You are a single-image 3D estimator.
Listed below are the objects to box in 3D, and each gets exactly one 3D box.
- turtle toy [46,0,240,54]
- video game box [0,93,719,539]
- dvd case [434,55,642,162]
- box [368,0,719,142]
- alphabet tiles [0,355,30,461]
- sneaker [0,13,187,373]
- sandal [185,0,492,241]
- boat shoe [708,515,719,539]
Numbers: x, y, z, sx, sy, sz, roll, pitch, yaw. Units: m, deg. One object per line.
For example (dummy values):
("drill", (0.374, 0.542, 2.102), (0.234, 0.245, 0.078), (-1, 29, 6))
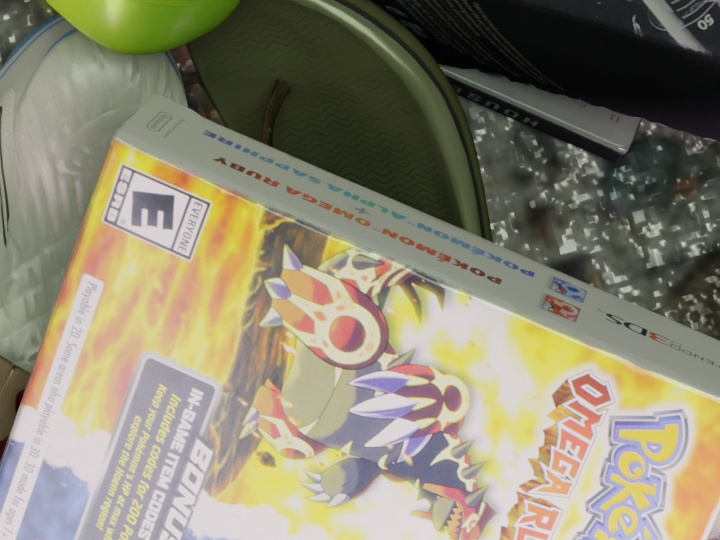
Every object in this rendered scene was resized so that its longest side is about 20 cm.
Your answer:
("turtle toy", (-0.048, -0.160, 0.716), (0.145, 0.101, 0.201), (10, 94, -17))
("video game box", (-0.010, 0.080, 0.691), (0.182, 0.047, 0.201), (22, 112, 2))
("dvd case", (0.057, -0.157, 0.849), (0.150, 0.025, 0.201), (23, 82, -3))
("box", (0.115, -0.145, 0.752), (0.182, 0.104, 0.201), (18, 82, 26))
("alphabet tiles", (-0.157, 0.108, 0.724), (0.166, 0.006, 0.200), (35, 79, -41))
("sneaker", (-0.105, 0.014, 0.801), (0.072, 0.072, 0.201), (21, 97, -12))
("sandal", (0.001, 0.001, 0.780), (0.057, 0.080, 0.202), (-38, 110, -50))
("boat shoe", (0.146, 0.046, 0.778), (0.061, 0.201, 0.072), (31, 38, -38))
